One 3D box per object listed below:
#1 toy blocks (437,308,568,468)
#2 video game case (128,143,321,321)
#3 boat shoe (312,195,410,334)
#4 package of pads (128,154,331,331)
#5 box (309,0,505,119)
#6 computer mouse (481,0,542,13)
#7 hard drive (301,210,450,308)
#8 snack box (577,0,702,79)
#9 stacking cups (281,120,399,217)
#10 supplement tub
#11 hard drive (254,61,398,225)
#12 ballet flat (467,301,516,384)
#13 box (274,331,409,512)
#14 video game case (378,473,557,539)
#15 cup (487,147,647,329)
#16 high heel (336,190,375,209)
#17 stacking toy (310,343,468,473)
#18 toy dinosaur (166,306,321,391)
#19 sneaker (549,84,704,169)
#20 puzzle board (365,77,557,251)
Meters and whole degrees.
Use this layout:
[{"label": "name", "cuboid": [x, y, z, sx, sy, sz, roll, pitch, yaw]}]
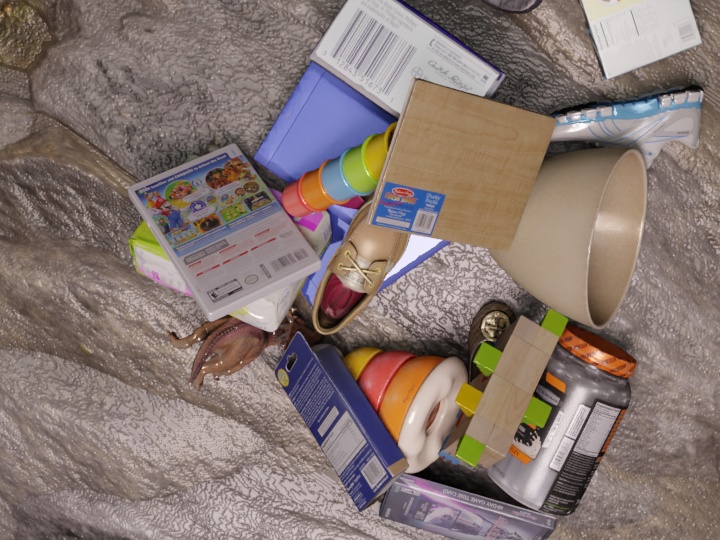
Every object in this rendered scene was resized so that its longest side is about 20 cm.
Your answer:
[{"label": "toy blocks", "cuboid": [0.153, 0.145, 1.298, 0.099, 0.137, 0.202, 29, 69, 0]}, {"label": "video game case", "cuboid": [-0.154, -0.048, 1.279, 0.142, 0.018, 0.201, -25, 60, -21]}, {"label": "boat shoe", "cuboid": [0.000, 0.000, 1.302, 0.073, 0.067, 0.201, 27, 130, -1]}, {"label": "package of pads", "cuboid": [-0.151, -0.032, 1.321, 0.198, 0.069, 0.155, 22, 56, 12]}, {"label": "box", "cuboid": [0.057, -0.225, 1.259, 0.183, 0.200, 0.106, 35, 101, -1]}, {"label": "computer mouse", "cuboid": [0.131, -0.380, 1.309, 0.197, 0.046, 0.143, 18, 105, 14]}, {"label": "hard drive", "cuboid": [0.003, -0.041, 1.383, 0.199, 0.025, 0.133, -34, 95, 10]}, {"label": "snack box", "cuboid": [0.302, -0.334, 1.302, 0.115, 0.037, 0.203, -19, 97, 7]}, {"label": "stacking cups", "cuboid": [-0.010, -0.098, 1.228, 0.199, 0.060, 0.061, -23, 99, 50]}, {"label": "supplement tub", "cuboid": [0.240, 0.175, 1.348, 0.121, 0.123, 0.202, 24, 100, 1]}, {"label": "hard drive", "cuboid": [-0.008, -0.131, 1.336, 0.199, 0.025, 0.133, 34, 100, 1]}, {"label": "ballet flat", "cuboid": [0.155, 0.139, 1.388, 0.066, 0.046, 0.203, 10, 100, 3]}, {"label": "box", "cuboid": [-0.026, 0.172, 1.335, 0.032, 0.121, 0.201, -25, 72, -31]}, {"label": "video game case", "cuboid": [0.125, 0.298, 1.380, 0.197, 0.143, 0.019, 17, 61, 3]}, {"label": "cup", "cuboid": [0.225, -0.048, 1.294, 0.141, 0.199, 0.204, 13, 101, 27]}, {"label": "high heel", "cuboid": [0.044, -0.100, 1.264, 0.197, 0.096, 0.069, -8, 98, 7]}, {"label": "stacking toy", "cuboid": [0.018, 0.137, 1.371, 0.198, 0.146, 0.148, 26, 102, 25]}, {"label": "toy dinosaur", "cuboid": [-0.137, 0.076, 1.344, 0.134, 0.200, 0.087, -21, 88, 22]}, {"label": "sneaker", "cuboid": [0.300, -0.155, 1.317, 0.197, 0.075, 0.088, -8, 104, 7]}, {"label": "puzzle board", "cuboid": [0.104, -0.104, 1.169, 0.198, 0.017, 0.153, 8, 108, -37]}]
